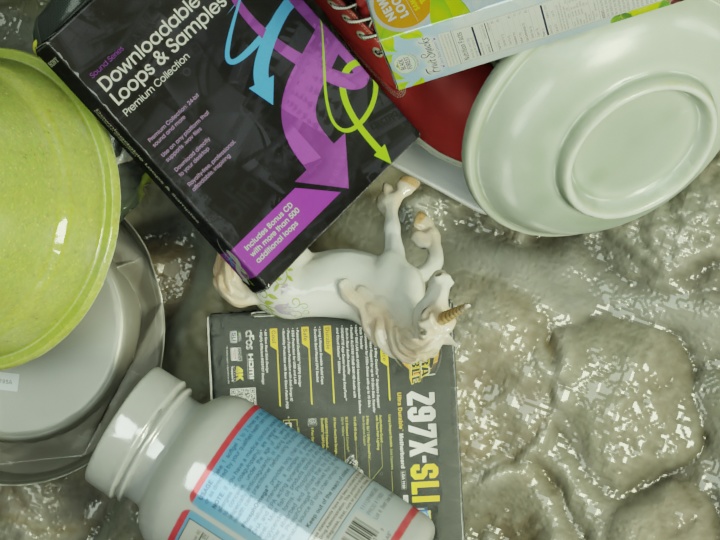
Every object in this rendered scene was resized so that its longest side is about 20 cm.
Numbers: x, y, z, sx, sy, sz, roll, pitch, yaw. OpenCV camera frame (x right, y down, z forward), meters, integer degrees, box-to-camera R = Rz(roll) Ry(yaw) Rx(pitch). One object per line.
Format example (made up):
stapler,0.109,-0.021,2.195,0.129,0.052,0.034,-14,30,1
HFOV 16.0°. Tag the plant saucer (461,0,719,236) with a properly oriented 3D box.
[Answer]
plant saucer,0.160,-0.086,1.561,0.200,0.200,0.050,-32,50,2

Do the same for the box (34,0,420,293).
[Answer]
box,-0.079,-0.108,1.555,0.200,0.036,0.143,47,72,-8

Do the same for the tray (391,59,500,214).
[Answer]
tray,0.083,-0.146,1.655,0.107,0.022,0.201,28,90,6

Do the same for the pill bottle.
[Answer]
pill bottle,-0.063,0.146,1.560,0.199,0.109,0.109,33,90,6

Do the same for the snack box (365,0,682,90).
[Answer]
snack box,0.090,-0.216,1.495,0.199,0.068,0.169,-18,64,5

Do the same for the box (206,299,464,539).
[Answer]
box,-0.014,0.122,1.636,0.159,0.049,0.201,-4,86,2

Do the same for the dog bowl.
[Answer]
dog bowl,-0.218,0.037,1.652,0.199,0.059,0.201,0,87,6

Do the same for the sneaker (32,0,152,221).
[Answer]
sneaker,-0.166,-0.122,1.607,0.084,0.074,0.201,11,88,20

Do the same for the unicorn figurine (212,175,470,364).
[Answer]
unicorn figurine,0.000,0.000,1.599,0.199,0.074,0.138,-6,48,24

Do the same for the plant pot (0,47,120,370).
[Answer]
plant pot,-0.272,-0.044,1.512,0.199,0.184,0.202,-2,85,27

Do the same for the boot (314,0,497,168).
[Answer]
boot,0.015,-0.149,1.573,0.072,0.144,0.200,-42,67,5
